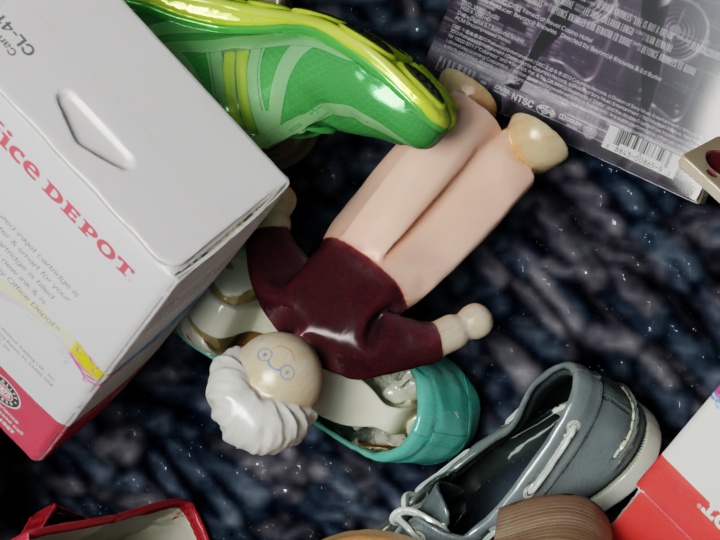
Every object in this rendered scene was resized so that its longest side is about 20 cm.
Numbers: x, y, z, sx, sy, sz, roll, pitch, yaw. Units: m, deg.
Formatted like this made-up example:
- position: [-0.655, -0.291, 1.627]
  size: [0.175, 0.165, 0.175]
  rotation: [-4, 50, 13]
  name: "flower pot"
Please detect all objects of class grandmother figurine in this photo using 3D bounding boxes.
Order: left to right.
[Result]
- position: [0.000, 0.000, 1.335]
  size: [0.121, 0.061, 0.200]
  rotation: [29, 68, 26]
  name: "grandmother figurine"

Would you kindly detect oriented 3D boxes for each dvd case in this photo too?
- position: [0.128, -0.151, 1.352]
  size: [0.148, 0.016, 0.200]
  rotation: [26, 100, 21]
  name: "dvd case"

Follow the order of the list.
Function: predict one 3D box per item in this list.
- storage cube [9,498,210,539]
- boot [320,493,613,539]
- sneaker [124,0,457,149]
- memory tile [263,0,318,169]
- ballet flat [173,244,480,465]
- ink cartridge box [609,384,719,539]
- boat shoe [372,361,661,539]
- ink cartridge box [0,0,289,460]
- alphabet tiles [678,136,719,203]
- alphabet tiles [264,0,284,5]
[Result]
- position: [-0.154, 0.224, 1.385]
  size: [0.179, 0.171, 0.200]
  rotation: [-26, 81, 21]
  name: "storage cube"
- position: [0.018, 0.174, 1.258]
  size: [0.199, 0.155, 0.077]
  rotation: [-16, 112, 15]
  name: "boot"
- position: [-0.046, -0.079, 1.345]
  size: [0.200, 0.074, 0.084]
  rotation: [15, 89, 27]
  name: "sneaker"
- position: [-0.122, -0.098, 1.445]
  size: [0.200, 0.017, 0.154]
  rotation: [-20, 78, 21]
  name: "memory tile"
- position: [-0.036, 0.028, 1.389]
  size: [0.200, 0.070, 0.067]
  rotation: [30, 101, 19]
  name: "ballet flat"
- position: [0.204, 0.086, 1.286]
  size: [0.116, 0.067, 0.200]
  rotation: [45, 115, 16]
  name: "ink cartridge box"
- position: [0.039, 0.109, 1.351]
  size: [0.200, 0.062, 0.073]
  rotation: [-35, 41, 13]
  name: "boat shoe"
- position: [-0.138, -0.024, 1.333]
  size: [0.148, 0.086, 0.200]
  rotation: [47, 142, 3]
  name: "ink cartridge box"
- position: [0.242, 0.001, 1.231]
  size: [0.200, 0.167, 0.008]
  rotation: [45, 126, 15]
  name: "alphabet tiles"
- position: [-0.116, -0.124, 1.424]
  size: [0.167, 0.008, 0.201]
  rotation: [18, 92, 23]
  name: "alphabet tiles"
